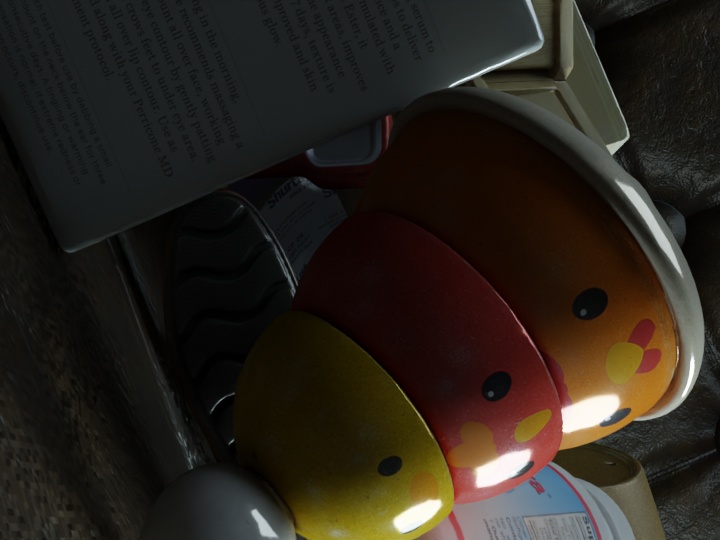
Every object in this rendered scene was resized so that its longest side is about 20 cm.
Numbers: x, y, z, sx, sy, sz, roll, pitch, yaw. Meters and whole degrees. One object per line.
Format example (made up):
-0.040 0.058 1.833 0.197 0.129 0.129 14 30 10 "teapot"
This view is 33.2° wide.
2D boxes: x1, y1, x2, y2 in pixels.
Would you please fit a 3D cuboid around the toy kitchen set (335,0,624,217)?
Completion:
0.080 -0.114 0.648 0.201 0.162 0.181 65 -33 28 "toy kitchen set"

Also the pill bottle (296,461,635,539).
0.046 0.134 0.534 0.199 0.108 0.110 11 50 -54 "pill bottle"

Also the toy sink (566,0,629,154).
0.089 -0.149 0.859 0.130 0.111 0.202 115 -45 -79 "toy sink"

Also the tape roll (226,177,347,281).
0.000 0.000 0.776 0.085 0.198 0.201 66 1 -47 "tape roll"

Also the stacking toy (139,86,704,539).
0.007 0.047 0.412 0.146 0.200 0.147 39 -24 21 "stacking toy"

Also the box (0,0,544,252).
-0.044 -0.101 0.512 0.152 0.198 0.107 -117 -177 -83 "box"

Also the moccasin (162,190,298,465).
-0.045 0.060 0.592 0.078 0.073 0.203 -156 -138 -82 "moccasin"

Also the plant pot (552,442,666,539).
0.113 0.207 0.691 0.186 0.184 0.203 -110 -159 -80 "plant pot"

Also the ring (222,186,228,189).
-0.099 -0.010 0.984 0.200 0.019 0.202 -22 91 -90 "ring"

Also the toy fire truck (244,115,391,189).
-0.062 -0.141 0.654 0.112 0.166 0.203 66 24 -75 "toy fire truck"
